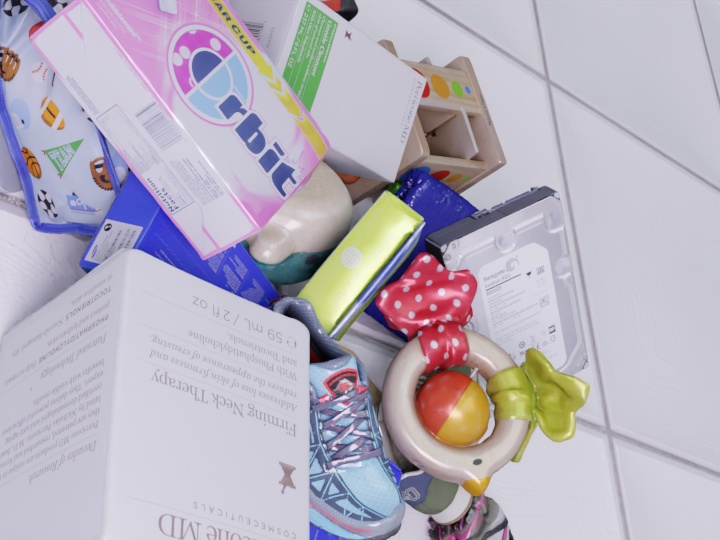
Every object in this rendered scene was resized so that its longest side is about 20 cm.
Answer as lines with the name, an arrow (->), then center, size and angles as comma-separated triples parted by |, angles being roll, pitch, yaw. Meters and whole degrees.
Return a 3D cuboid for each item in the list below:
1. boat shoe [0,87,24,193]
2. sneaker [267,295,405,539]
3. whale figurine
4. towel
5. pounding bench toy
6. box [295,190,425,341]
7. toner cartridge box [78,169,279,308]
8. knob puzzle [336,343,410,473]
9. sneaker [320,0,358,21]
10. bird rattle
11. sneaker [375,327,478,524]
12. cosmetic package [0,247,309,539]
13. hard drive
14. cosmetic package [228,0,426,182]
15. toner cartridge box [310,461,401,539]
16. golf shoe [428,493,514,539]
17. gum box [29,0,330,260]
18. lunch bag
boat shoe -> -0.288, -0.159, 0.992 | 0.073, 0.067, 0.202 | -19, 105, -64
sneaker -> -0.028, 0.106, 0.962 | 0.079, 0.096, 0.201 | -19, 62, -33
whale figurine -> -0.106, -0.042, 1.117 | 0.198, 0.105, 0.160 | -3, 40, -28
towel -> 0.081, 0.007, 1.274 | 0.199, 0.148, 0.049 | 34, 0, -33
pounding bench toy -> 0.049, -0.106, 1.300 | 0.155, 0.124, 0.202 | 0, 66, -49
box -> 0.000, 0.000, 1.098 | 0.048, 0.122, 0.200 | 39, -2, 3
toner cartridge box -> -0.129, 0.011, 0.986 | 0.096, 0.043, 0.200 | -63, 149, -21
knob puzzle -> -0.046, 0.137, 1.107 | 0.219, 0.030, 0.222 | 28, 48, -36
sneaker -> -0.087, -0.298, 1.321 | 0.201, 0.067, 0.109 | -17, 78, -56
bird rattle -> 0.086, 0.092, 1.091 | 0.200, 0.113, 0.164 | 40, 60, -8
sneaker -> 0.054, 0.116, 1.154 | 0.090, 0.067, 0.202 | 30, 49, -41
cosmetic package -> -0.145, 0.128, 0.887 | 0.166, 0.166, 0.202 | 25, 50, -37
hard drive -> 0.147, 0.034, 1.267 | 0.139, 0.038, 0.202 | -24, 117, -19
cosmetic package -> -0.038, -0.160, 1.138 | 0.199, 0.084, 0.109 | 22, 84, -52
toner cartridge box -> -0.034, 0.215, 0.998 | 0.095, 0.043, 0.201 | 39, 44, -21
golf shoe -> 0.099, 0.281, 1.145 | 0.092, 0.072, 0.201 | 45, 39, -21
gum box -> -0.114, -0.116, 0.893 | 0.201, 0.066, 0.114 | 53, 43, -15
lunch bag -> -0.184, -0.150, 0.984 | 0.170, 0.123, 0.202 | -45, 131, -49
